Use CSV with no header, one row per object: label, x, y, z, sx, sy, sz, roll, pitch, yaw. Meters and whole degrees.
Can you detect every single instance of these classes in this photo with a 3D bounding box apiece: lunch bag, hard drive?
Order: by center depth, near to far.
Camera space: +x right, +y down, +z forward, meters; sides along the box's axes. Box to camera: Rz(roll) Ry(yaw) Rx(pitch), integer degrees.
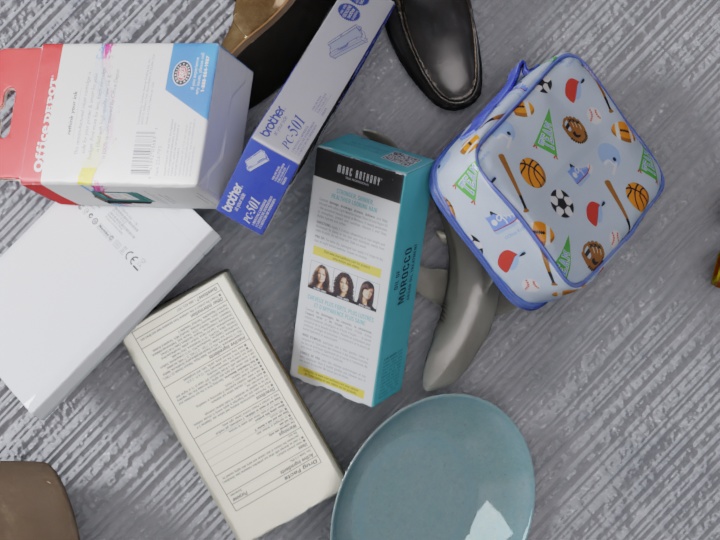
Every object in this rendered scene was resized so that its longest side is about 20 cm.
lunch bag,0.147,-0.077,1.503,0.160,0.076,0.200,50,46,-8
hard drive,-0.221,0.005,1.511,0.200,0.027,0.132,-45,59,-2

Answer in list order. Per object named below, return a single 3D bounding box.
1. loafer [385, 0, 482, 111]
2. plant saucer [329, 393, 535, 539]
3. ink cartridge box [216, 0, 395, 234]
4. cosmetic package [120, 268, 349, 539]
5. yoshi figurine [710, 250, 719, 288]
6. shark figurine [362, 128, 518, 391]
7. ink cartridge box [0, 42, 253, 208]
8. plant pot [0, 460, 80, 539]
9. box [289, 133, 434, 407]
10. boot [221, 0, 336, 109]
loafer,0.051,-0.225,1.534,0.073,0.072,0.200,-21,94,-4
plant saucer,0.052,0.193,1.541,0.201,0.039,0.201,-9,106,-32
ink cartridge box,-0.041,-0.128,1.467,0.044,0.094,0.200,29,50,-2
cosmetic package,-0.101,0.109,1.534,0.105,0.071,0.200,-28,94,-1
yoshi figurine,0.397,-0.011,1.573,0.200,0.113,0.112,11,51,9
shark figurine,0.079,-0.024,1.533,0.128,0.089,0.215,-20,89,-17
ink cartridge box,-0.193,-0.113,1.489,0.200,0.067,0.116,3,78,24
plant pot,-0.314,0.225,1.482,0.174,0.200,0.201,-12,93,-23
box,0.000,0.000,1.502,0.082,0.049,0.200,20,115,26
boot,-0.077,-0.208,1.540,0.075,0.074,0.200,40,94,25
